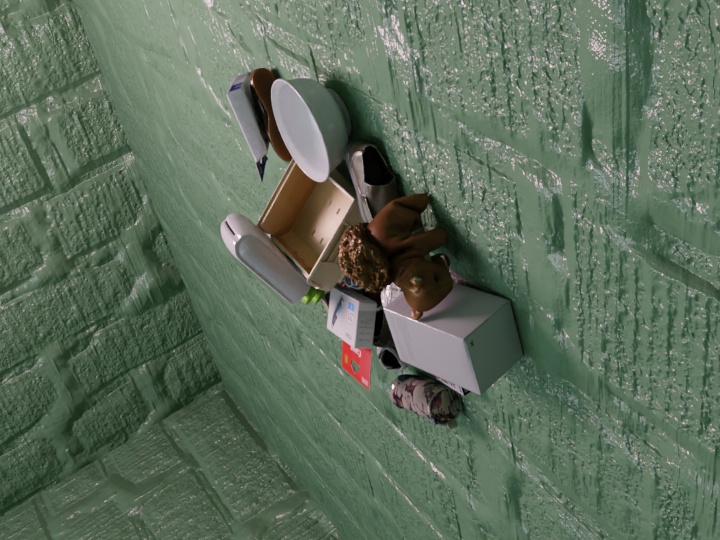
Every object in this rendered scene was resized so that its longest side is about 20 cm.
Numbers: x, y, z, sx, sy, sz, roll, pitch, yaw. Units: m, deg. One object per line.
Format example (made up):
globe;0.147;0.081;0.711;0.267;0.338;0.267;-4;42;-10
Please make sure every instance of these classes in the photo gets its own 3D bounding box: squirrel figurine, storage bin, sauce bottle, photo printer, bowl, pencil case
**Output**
squirrel figurine;0.059;-0.006;1.447;0.143;0.196;0.188;95;162;-48
storage bin;-0.087;-0.097;1.719;0.200;0.093;0.200;44;110;37
sauce bottle;0.029;0.044;1.815;0.065;0.064;0.200;60;159;3
photo printer;-0.203;-0.032;1.795;0.200;0.070;0.166;43;-178;-27
bowl;-0.078;-0.274;1.616;0.202;0.090;0.202;51;158;28
pencil case;0.135;0.273;1.842;0.199;0.077;0.091;-173;76;-66

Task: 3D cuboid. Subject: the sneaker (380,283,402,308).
sneaker;0.074;0.012;1.596;0.088;0.074;0.202;115;141;-56

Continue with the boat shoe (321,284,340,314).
boat shoe;-0.074;0.033;2.063;0.201;0.073;0.065;58;157;-20

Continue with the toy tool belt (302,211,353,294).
toy tool belt;-0.066;-0.044;1.877;0.124;0.124;0.200;63;-172;29

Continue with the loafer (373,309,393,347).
loafer;0.044;0.109;1.809;0.200;0.068;0.077;138;137;-64

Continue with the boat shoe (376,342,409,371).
boat shoe;0.070;0.187;1.905;0.073;0.065;0.199;64;160;-10

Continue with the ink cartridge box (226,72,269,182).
ink cartridge box;-0.229;-0.314;1.898;0.200;0.040;0.203;-98;-11;-67

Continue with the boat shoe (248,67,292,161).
boat shoe;-0.179;-0.326;1.835;0.070;0.069;0.203;8;118;71

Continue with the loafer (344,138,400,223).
loafer;0.031;-0.138;1.552;0.202;0.074;0.070;65;164;-9

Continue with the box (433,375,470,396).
box;0.154;0.132;1.669;0.110;0.034;0.203;27;141;58

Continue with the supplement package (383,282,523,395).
supplement package;0.154;0.103;1.467;0.199;0.116;0.119;19;136;49

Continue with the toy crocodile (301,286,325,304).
toy crocodile;-0.114;0.031;1.934;0.067;0.062;0.200;41;-174;8

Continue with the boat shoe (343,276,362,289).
boat shoe;0.000;0.000;1.745;0.199;0.061;0.076;9;83;66

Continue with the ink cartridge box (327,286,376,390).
ink cartridge box;-0.022;0.135;1.800;0.200;0.044;0.180;-157;71;-71
